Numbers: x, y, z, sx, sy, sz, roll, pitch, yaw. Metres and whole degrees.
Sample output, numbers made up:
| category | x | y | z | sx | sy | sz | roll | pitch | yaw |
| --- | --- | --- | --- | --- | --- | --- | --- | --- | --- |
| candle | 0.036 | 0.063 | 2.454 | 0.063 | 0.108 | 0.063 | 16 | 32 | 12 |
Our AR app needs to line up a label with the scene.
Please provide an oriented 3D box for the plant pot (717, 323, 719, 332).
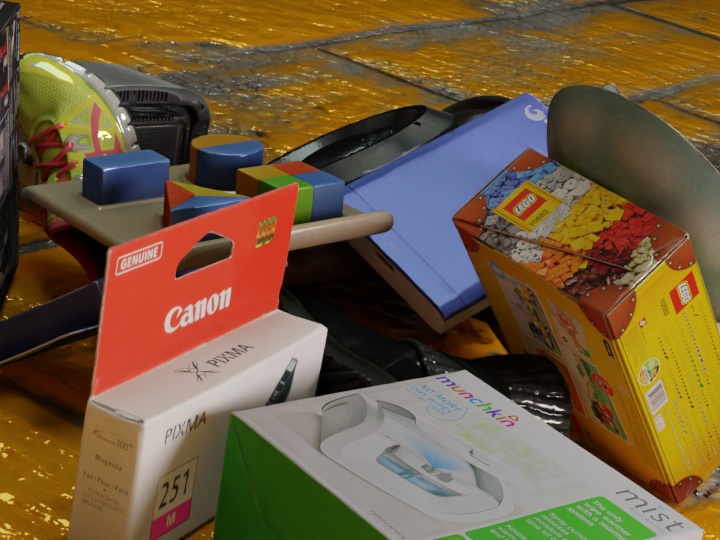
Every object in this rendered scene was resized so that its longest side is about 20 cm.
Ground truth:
| category | x | y | z | sx | sy | sz | roll | pitch | yaw |
| --- | --- | --- | --- | --- | --- | --- | --- | --- | --- |
| plant pot | 0.238 | 0.029 | 1.344 | 0.198 | 0.028 | 0.200 | -3 | 18 | 1 |

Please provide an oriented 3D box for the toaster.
| category | x | y | z | sx | sy | sz | roll | pitch | yaw |
| --- | --- | --- | --- | --- | --- | --- | --- | --- | --- |
| toaster | -0.220 | -0.115 | 1.410 | 0.199 | 0.115 | 0.129 | -9 | 27 | -41 |

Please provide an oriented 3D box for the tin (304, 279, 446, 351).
| category | x | y | z | sx | sy | sz | roll | pitch | yaw |
| --- | --- | --- | --- | --- | --- | --- | --- | --- | --- |
| tin | -0.023 | 0.019 | 1.276 | 0.199 | 0.042 | 0.112 | 25 | 28 | 30 |

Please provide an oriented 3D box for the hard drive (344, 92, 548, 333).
| category | x | y | z | sx | sy | sz | roll | pitch | yaw |
| --- | --- | --- | --- | --- | --- | --- | --- | --- | --- |
| hard drive | 0.090 | -0.046 | 1.202 | 0.199 | 0.025 | 0.132 | -29 | 60 | -30 |

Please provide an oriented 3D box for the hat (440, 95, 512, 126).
| category | x | y | z | sx | sy | sz | roll | pitch | yaw |
| --- | --- | --- | --- | --- | --- | --- | --- | --- | --- |
| hat | 0.103 | -0.103 | 1.418 | 0.199 | 0.082 | 0.201 | -11 | 21 | 4 |

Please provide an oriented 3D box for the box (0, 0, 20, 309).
| category | x | y | z | sx | sy | sz | roll | pitch | yaw |
| --- | --- | --- | --- | --- | --- | --- | --- | --- | --- |
| box | -0.264 | -0.069 | 1.128 | 0.049 | 0.202 | 0.158 | 3 | 21 | -4 |

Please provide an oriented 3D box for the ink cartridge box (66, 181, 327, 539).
| category | x | y | z | sx | sy | sz | roll | pitch | yaw |
| --- | --- | --- | --- | --- | --- | --- | --- | --- | --- |
| ink cartridge box | -0.082 | 0.054 | 0.949 | 0.043 | 0.175 | 0.200 | 21 | 22 | 23 |

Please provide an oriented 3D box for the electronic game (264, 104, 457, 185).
| category | x | y | z | sx | sy | sz | roll | pitch | yaw |
| --- | --- | --- | --- | --- | --- | --- | --- | --- | --- |
| electronic game | -0.014 | -0.083 | 1.351 | 0.199 | 0.042 | 0.200 | -21 | 13 | 5 |

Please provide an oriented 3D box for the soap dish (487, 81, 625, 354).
| category | x | y | z | sx | sy | sz | roll | pitch | yaw |
| --- | --- | --- | --- | --- | --- | --- | --- | --- | --- |
| soap dish | 0.159 | -0.048 | 1.296 | 0.199 | 0.081 | 0.158 | -27 | 65 | -13 |

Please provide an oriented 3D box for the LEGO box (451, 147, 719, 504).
| category | x | y | z | sx | sy | sz | roll | pitch | yaw |
| --- | --- | --- | --- | --- | --- | --- | --- | --- | --- |
| LEGO box | 0.160 | 0.038 | 1.097 | 0.077 | 0.201 | 0.149 | -41 | 44 | -14 |

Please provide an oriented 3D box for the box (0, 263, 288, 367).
| category | x | y | z | sx | sy | sz | roll | pitch | yaw |
| --- | --- | --- | --- | --- | --- | --- | --- | --- | --- |
| box | -0.156 | 0.020 | 1.097 | 0.121 | 0.033 | 0.199 | -20 | 0 | 41 |

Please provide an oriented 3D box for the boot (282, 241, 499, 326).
| category | x | y | z | sx | sy | sz | roll | pitch | yaw |
| --- | --- | --- | --- | --- | --- | --- | --- | --- | --- |
| boot | 0.000 | 0.000 | 1.201 | 0.199 | 0.065 | 0.186 | -3 | 18 | -36 |

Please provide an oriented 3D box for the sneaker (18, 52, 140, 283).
| category | x | y | z | sx | sy | sz | roll | pitch | yaw |
| --- | --- | --- | --- | --- | --- | --- | --- | --- | --- |
| sneaker | -0.204 | -0.065 | 1.216 | 0.078 | 0.201 | 0.090 | -23 | 13 | 38 |

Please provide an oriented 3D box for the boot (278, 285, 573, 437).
| category | x | y | z | sx | sy | sz | roll | pitch | yaw |
| --- | --- | --- | --- | --- | --- | --- | --- | --- | --- |
| boot | 0.024 | 0.068 | 1.111 | 0.157 | 0.080 | 0.211 | -4 | 28 | -35 |

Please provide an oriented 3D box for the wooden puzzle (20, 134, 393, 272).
| category | x | y | z | sx | sy | sz | roll | pitch | yaw |
| --- | --- | --- | --- | --- | --- | --- | --- | --- | --- |
| wooden puzzle | -0.105 | -0.052 | 1.124 | 0.184 | 0.047 | 0.199 | -12 | 22 | -37 |

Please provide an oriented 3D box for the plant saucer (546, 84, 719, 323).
| category | x | y | z | sx | sy | sz | roll | pitch | yaw |
| --- | --- | --- | --- | --- | --- | --- | --- | --- | --- |
| plant saucer | 0.183 | -0.031 | 1.089 | 0.039 | 0.202 | 0.201 | -40 | 43 | -15 |

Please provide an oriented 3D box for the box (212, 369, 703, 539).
| category | x | y | z | sx | sy | sz | roll | pitch | yaw |
| --- | --- | --- | --- | --- | --- | --- | --- | --- | --- |
| box | 0.048 | 0.148 | 0.895 | 0.175 | 0.097 | 0.200 | -7 | 26 | -37 |
